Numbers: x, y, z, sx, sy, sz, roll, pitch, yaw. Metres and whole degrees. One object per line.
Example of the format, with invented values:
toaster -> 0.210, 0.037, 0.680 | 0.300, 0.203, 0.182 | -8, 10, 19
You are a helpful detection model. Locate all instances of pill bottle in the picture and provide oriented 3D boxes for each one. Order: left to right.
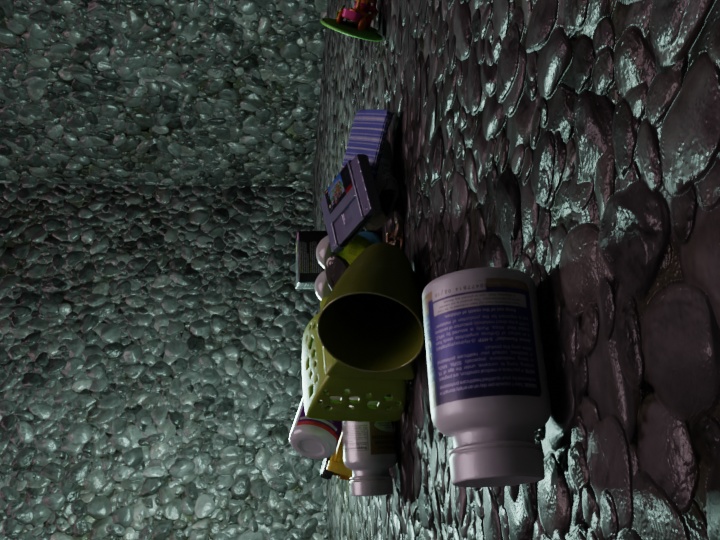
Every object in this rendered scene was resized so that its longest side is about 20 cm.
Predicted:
pill bottle -> -0.088, 0.328, 1.854 | 0.113, 0.112, 0.200 | 97, -172, -45
pill bottle -> 0.019, 0.367, 1.675 | 0.114, 0.114, 0.201 | 117, 151, -75
pill bottle -> 0.127, 0.109, 0.798 | 0.120, 0.119, 0.201 | 108, 161, -67

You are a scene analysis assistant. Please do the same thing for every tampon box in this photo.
tampon box -> -0.056, -0.024, 1.937 | 0.150, 0.199, 0.127 | 133, 136, -79

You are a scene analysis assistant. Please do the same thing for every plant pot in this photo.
plant pot -> -0.001, 0.164, 1.554 | 0.182, 0.199, 0.200 | 111, 159, -50
plant pot -> 0.031, 0.047, 1.438 | 0.200, 0.186, 0.188 | -77, -5, -50

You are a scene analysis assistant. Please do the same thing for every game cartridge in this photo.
game cartridge -> -0.026, -0.137, 1.641 | 0.200, 0.038, 0.130 | -45, 58, 55

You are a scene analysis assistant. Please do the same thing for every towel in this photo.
towel -> 0.007, -0.238, 1.674 | 0.145, 0.024, 0.201 | 19, 96, 59

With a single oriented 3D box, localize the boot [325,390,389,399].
boot -> -0.016, 0.304, 1.785 | 0.072, 0.154, 0.201 | -134, 46, -81

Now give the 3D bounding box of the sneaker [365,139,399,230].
sneaker -> 0.051, -0.187, 1.668 | 0.092, 0.075, 0.201 | -15, 69, 59

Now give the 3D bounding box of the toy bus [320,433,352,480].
toy bus -> -0.013, 0.423, 1.938 | 0.200, 0.135, 0.193 | 111, 172, -72

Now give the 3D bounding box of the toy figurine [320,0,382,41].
toy figurine -> 0.012, -0.645, 1.844 | 0.200, 0.150, 0.185 | -47, -23, -64

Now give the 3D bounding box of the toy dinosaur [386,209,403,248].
toy dinosaur -> 0.057, -0.023, 1.614 | 0.106, 0.060, 0.200 | -90, 22, -64

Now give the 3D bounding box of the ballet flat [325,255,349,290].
ballet flat -> -0.014, 0.052, 1.695 | 0.046, 0.067, 0.200 | -44, -68, -48

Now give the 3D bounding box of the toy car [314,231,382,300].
toy car -> 0.000, 0.000, 1.786 | 0.150, 0.175, 0.201 | -40, -38, -49
